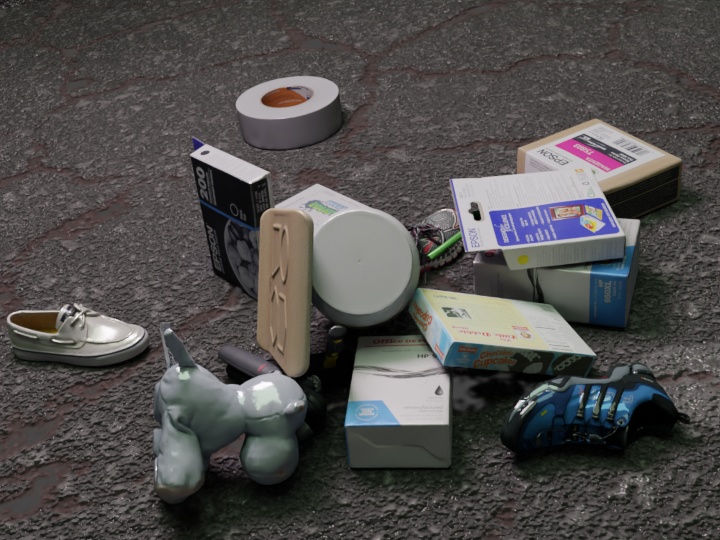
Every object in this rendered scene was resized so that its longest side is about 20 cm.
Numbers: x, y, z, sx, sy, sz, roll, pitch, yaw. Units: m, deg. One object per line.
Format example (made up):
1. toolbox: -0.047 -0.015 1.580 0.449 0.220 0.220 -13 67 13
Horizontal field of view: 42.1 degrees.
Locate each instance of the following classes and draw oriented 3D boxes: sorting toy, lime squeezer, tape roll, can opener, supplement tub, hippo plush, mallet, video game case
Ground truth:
1. sorting toy: -0.085 0.020 1.108 0.036 0.185 0.200 1 4 -17
2. lime squeezer: 0.166 -0.069 1.344 0.071 0.038 0.200 -19 8 39
3. tape roll: -0.137 -0.306 1.802 0.200 0.066 0.200 -5 33 3
4. can opener: -0.111 0.137 1.130 0.079 0.063 0.200 -29 39 -28
5. supplement tub: 0.000 0.000 1.167 0.145 0.145 0.200 -8 -5 -1
6. hippo plush: -0.143 0.157 1.031 0.161 0.200 0.159 2 2 -15
7. mallet: -0.023 0.096 1.086 0.066 0.200 0.041 -5 72 -14
8. video game case: -0.072 -0.064 1.461 0.182 0.024 0.200 -31 40 -31

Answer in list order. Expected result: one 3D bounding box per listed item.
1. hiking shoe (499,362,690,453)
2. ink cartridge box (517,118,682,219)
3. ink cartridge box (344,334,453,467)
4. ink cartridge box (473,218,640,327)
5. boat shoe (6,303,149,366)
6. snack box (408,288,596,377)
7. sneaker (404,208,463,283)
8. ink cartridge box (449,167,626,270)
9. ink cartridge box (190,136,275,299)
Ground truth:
1. hiking shoe: 0.250 0.158 1.012 0.200 0.074 0.087 -17 34 -14
2. ink cartridge box: 0.369 -0.152 1.457 0.165 0.075 0.200 -22 36 -22
3. ink cartridge box: 0.049 0.136 1.093 0.116 0.067 0.200 -2 33 8
4. ink cartridge box: 0.263 -0.007 1.249 0.200 0.084 0.145 5 35 20
5. boat shoe: -0.386 0.080 1.266 0.200 0.070 0.071 2 34 15
6. snack box: 0.169 0.075 1.118 0.200 0.037 0.116 8 27 -24
7. sneaker: 0.082 -0.038 1.343 0.081 0.075 0.200 18 41 34
8. ink cartridge box: 0.228 -0.070 1.238 0.200 0.047 0.198 -7 33 4
9. ink cartridge box: -0.189 -0.073 1.342 0.043 0.198 0.200 -26 37 -31
